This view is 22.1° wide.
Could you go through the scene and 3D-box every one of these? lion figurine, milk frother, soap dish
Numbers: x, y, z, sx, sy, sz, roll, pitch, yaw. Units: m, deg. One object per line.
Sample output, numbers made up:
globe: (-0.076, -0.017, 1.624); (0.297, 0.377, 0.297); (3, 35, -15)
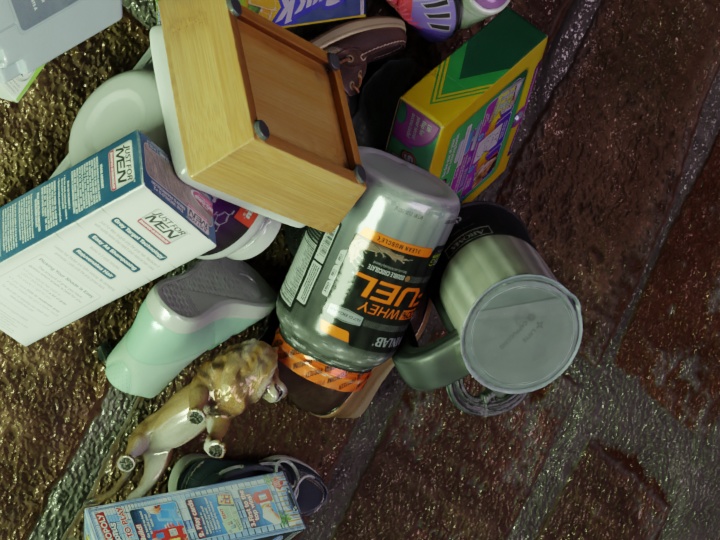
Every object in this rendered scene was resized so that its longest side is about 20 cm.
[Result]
lion figurine: (-0.159, 0.137, 1.652); (0.073, 0.199, 0.123); (54, 20, -21)
milk frother: (0.137, 0.069, 1.759); (0.200, 0.188, 0.181); (41, 101, -23)
soap dish: (-0.080, -0.130, 1.515); (0.199, 0.081, 0.159); (20, 52, -55)

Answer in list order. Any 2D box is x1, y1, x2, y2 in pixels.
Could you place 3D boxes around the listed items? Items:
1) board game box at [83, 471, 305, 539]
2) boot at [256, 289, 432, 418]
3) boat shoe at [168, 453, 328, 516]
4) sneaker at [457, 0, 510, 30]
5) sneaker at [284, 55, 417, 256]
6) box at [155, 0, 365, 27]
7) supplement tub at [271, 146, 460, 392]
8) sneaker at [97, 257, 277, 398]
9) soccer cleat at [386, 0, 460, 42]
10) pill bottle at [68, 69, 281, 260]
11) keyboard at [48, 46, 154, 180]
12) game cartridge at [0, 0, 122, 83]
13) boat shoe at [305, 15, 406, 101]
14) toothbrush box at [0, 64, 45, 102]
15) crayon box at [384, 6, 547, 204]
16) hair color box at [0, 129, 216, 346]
board game box: (-0.186, 0.256, 1.642); (0.199, 0.062, 0.200); (4, 144, -46)
boot: (-0.015, 0.044, 1.794); (0.166, 0.072, 0.202); (28, 87, -50)
boat shoe: (-0.095, 0.213, 1.778); (0.199, 0.061, 0.076); (21, 89, -48)
sneaker: (0.115, -0.324, 1.814); (0.074, 0.099, 0.202); (27, 61, -18)
sneaker: (-0.008, -0.108, 1.758); (0.103, 0.060, 0.202); (1, 100, -43)
box: (-0.085, -0.248, 1.623); (0.199, 0.064, 0.071); (-16, 111, -43)
supplement tub: (0.000, 0.000, 1.678); (0.122, 0.122, 0.202); (6, 114, -47)
sneaker: (-0.158, 0.053, 1.667); (0.118, 0.074, 0.200); (-50, 165, 24)
soccer cleat: (0.041, -0.263, 1.700); (0.074, 0.068, 0.200); (-61, 155, -19)
pill bottle: (-0.149, -0.081, 1.572); (0.200, 0.112, 0.113); (35, 78, -51)
keyboard: (-0.219, -0.102, 1.580); (0.201, 0.011, 0.056); (-55, 140, -17)
game cartridge: (-0.247, -0.256, 1.350); (0.133, 0.041, 0.202); (-33, 123, -29)
boat shoe: (-0.033, -0.176, 1.682); (0.199, 0.072, 0.073); (-22, 86, -36)
toothbrush box: (-0.272, -0.256, 1.412); (0.201, 0.086, 0.146); (-57, 135, -17)
crayon box: (0.091, -0.130, 1.785); (0.172, 0.058, 0.201); (-41, 159, -33)
hair color box: (-0.223, -0.023, 1.472); (0.100, 0.199, 0.061); (41, 31, -46)
